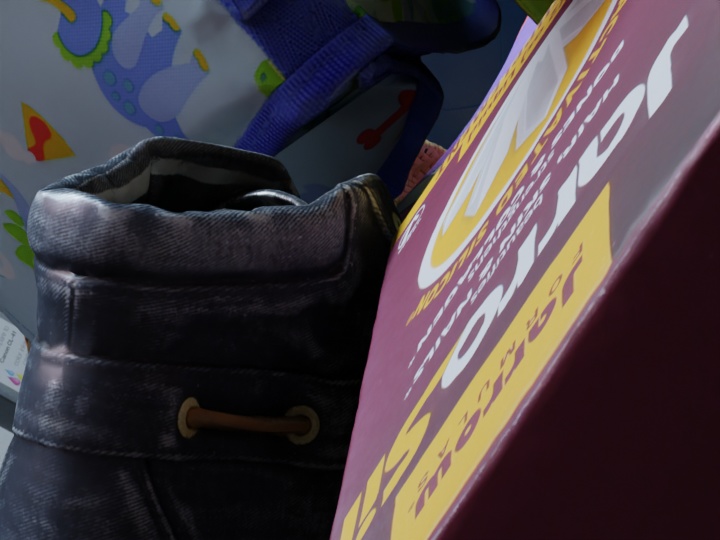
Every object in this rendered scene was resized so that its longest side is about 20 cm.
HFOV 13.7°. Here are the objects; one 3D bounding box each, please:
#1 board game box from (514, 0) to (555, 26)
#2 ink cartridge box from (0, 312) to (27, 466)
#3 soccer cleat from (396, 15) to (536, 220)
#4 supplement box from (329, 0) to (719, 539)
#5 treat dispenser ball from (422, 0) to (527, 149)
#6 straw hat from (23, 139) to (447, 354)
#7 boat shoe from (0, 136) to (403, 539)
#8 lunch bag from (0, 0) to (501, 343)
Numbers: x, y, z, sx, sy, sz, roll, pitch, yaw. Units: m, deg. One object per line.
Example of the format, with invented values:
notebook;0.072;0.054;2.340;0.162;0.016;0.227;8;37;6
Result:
board game box;0.049;-0.080;0.671;0.048;0.102;0.200;-43;21;6
ink cartridge box;-0.159;0.071;1.273;0.086;0.200;0.148;-62;6;-26
soccer cleat;0.055;-0.023;0.768;0.076;0.067;0.200;-46;11;46
supplement box;0.059;0.008;0.462;0.110;0.086;0.200;-57;7;20
treat dispenser ball;-0.040;-0.058;1.015;0.201;0.201;0.201;-58;6;10
straw hat;0.000;0.000;0.832;0.085;0.201;0.201;-5;43;34
boat shoe;-0.001;0.019;0.611;0.200;0.071;0.091;-12;-70;-61
lunch bag;-0.065;-0.076;0.688;0.127;0.170;0.200;-41;-7;-12
